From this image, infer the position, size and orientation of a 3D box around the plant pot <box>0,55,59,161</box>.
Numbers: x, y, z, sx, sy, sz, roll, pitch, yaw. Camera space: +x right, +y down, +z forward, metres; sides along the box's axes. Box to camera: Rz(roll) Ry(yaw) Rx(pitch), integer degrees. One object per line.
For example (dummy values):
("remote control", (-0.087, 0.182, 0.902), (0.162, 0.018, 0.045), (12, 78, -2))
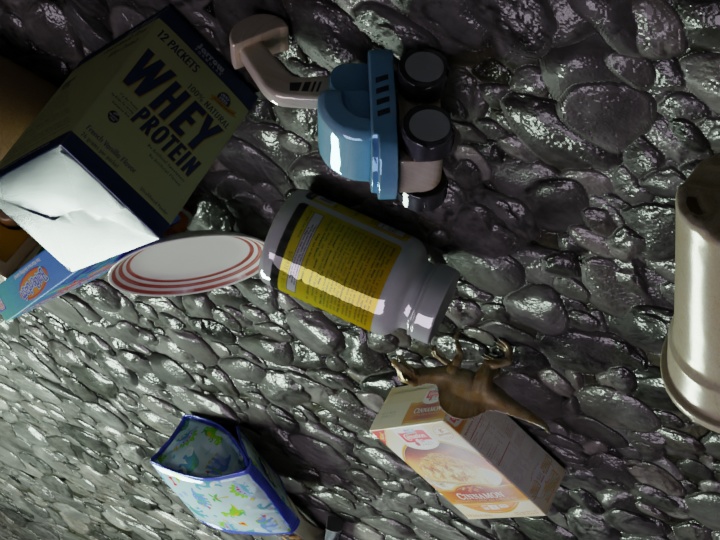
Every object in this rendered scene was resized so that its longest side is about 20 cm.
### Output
("plant pot", (-0.388, -0.150, 1.519), (0.198, 0.188, 0.187), (15, 150, -2))

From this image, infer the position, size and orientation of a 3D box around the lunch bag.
("lunch bag", (-0.201, 0.329, 2.104), (0.199, 0.128, 0.171), (14, 148, 43))

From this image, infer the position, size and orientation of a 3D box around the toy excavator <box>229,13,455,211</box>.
("toy excavator", (-0.020, -0.154, 1.225), (0.198, 0.196, 0.100), (-1, 148, -3))

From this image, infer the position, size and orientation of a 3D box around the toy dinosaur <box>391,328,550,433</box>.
("toy dinosaur", (0.137, 0.130, 1.531), (0.199, 0.102, 0.058), (20, 149, 18))

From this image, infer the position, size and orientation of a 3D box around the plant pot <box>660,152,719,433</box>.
("plant pot", (0.337, 0.004, 1.107), (0.199, 0.201, 0.185), (8, 132, 33))

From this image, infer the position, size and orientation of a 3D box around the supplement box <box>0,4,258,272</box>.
("supplement box", (-0.247, -0.130, 1.373), (0.134, 0.201, 0.199), (45, 147, -23))

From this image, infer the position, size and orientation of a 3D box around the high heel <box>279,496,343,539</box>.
("high heel", (-0.130, 0.433, 2.247), (0.198, 0.072, 0.143), (18, 143, 2))

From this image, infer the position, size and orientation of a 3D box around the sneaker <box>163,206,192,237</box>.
("sneaker", (-0.271, -0.027, 1.676), (0.073, 0.077, 0.200), (33, 151, -5))

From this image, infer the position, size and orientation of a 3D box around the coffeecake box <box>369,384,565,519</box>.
("coffeecake box", (0.136, 0.229, 1.710), (0.200, 0.073, 0.153), (43, 148, -21))

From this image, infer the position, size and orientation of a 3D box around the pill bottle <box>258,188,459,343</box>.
("pill bottle", (0.000, 0.000, 1.443), (0.199, 0.113, 0.113), (24, 150, 10))

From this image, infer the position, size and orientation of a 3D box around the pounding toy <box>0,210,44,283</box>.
("pounding toy", (-0.419, -0.080, 1.645), (0.199, 0.185, 0.142), (36, 155, 1))

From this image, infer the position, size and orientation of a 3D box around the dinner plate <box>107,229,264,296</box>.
("dinner plate", (-0.202, -0.012, 1.600), (0.198, 0.024, 0.200), (-10, 160, -4))

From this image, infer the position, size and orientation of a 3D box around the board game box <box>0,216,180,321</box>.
("board game box", (-0.320, -0.016, 1.554), (0.199, 0.152, 0.045), (-28, 92, 47))
